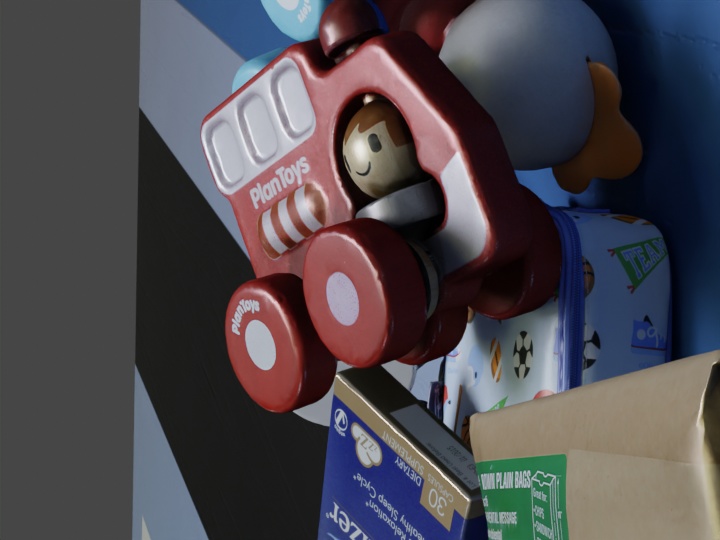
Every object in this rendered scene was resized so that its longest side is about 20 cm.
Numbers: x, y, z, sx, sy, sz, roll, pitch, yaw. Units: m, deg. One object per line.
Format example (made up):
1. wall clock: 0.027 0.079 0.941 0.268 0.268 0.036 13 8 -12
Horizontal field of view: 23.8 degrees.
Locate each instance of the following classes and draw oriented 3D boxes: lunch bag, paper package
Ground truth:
1. lunch bag: 0.094 0.040 0.903 0.200 0.075 0.162 179 92 -73
2. paper package: 0.147 0.077 0.497 0.200 0.189 0.105 148 120 -73

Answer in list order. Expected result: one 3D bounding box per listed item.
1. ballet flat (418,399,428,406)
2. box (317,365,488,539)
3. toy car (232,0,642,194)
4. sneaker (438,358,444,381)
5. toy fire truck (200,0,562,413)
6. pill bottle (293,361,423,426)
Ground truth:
1. ballet flat: 0.049 0.172 0.979 0.201 0.071 0.069 65 151 13
2. box: 0.021 0.165 0.922 0.121 0.032 0.202 40 135 43
3. toy car: 0.066 -0.103 0.903 0.200 0.183 0.178 46 144 25
4. sneaker: 0.045 0.149 1.053 0.078 0.090 0.202 -144 55 -69
5. toy fire truck: -0.003 -0.036 0.825 0.200 0.111 0.169 -32 78 54
6. pill bottle: 0.000 0.000 1.042 0.201 0.118 0.121 -78 -3 -57
